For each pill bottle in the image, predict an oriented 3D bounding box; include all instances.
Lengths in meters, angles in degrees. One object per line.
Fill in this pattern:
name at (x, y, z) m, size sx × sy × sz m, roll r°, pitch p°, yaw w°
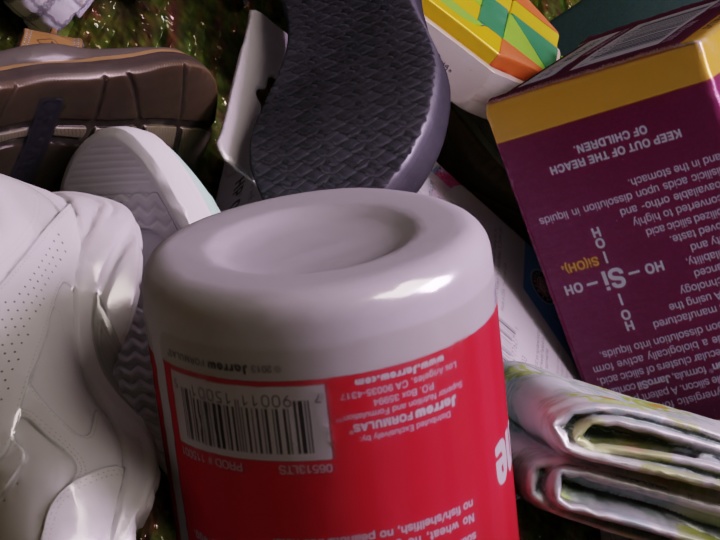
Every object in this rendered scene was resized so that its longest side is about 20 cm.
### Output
pill bottle at (-0.004, 0.083, 0.826) m, size 0.112 × 0.112 × 0.200 m, roll -46°, pitch 134°, yaw -61°

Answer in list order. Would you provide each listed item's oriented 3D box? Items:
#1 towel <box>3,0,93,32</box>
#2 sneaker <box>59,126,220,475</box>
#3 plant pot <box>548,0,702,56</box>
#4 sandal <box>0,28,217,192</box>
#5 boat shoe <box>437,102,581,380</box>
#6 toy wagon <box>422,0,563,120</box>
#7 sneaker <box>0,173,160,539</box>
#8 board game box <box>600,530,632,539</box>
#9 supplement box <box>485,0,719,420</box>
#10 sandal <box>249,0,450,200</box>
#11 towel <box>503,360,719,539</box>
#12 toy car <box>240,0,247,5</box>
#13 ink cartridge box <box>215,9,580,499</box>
towel at (-0.110, -0.214, 1.004) m, size 0.166 × 0.200 × 0.086 m, roll 42°, pitch 8°, yaw -26°
sneaker at (-0.034, 0.030, 0.954) m, size 0.118 × 0.074 × 0.201 m, roll -29°, pitch 93°, yaw -55°
plant pot at (0.185, -0.078, 1.269) m, size 0.141 × 0.200 × 0.142 m, roll 28°, pitch 36°, yaw -38°
sandal at (-0.126, -0.055, 0.937) m, size 0.055 × 0.082 × 0.200 m, roll 42°, pitch 29°, yaw 28°
boat shoe at (0.065, -0.024, 1.166) m, size 0.201 × 0.072 × 0.066 m, roll 54°, pitch 33°, yaw 12°
toy wagon at (0.033, -0.127, 1.174) m, size 0.155 × 0.040 × 0.200 m, roll 38°, pitch 19°, yaw -7°
sneaker at (-0.125, 0.042, 0.827) m, size 0.099 × 0.078 × 0.200 m, roll 23°, pitch 34°, yaw -27°
board game box at (0.173, 0.115, 1.196) m, size 0.151 × 0.046 × 0.200 m, roll 35°, pitch 33°, yaw -30°
supplement box at (0.150, -0.006, 1.084) m, size 0.131 × 0.103 × 0.200 m, roll -34°, pitch 106°, yaw -61°
sandal at (0.002, -0.073, 0.993) m, size 0.200 × 0.076 × 0.043 m, roll -86°, pitch 156°, yaw -51°
towel at (0.129, 0.076, 0.912) m, size 0.171 × 0.048 × 0.200 m, roll 19°, pitch 0°, yaw -5°
toy car at (-0.086, -0.217, 1.135) m, size 0.164 × 0.158 × 0.200 m, roll -12°, pitch 94°, yaw -67°
ink cartridge box at (0.000, 0.000, 1.046) m, size 0.200 × 0.068 × 0.115 m, roll 41°, pitch 30°, yaw -21°
